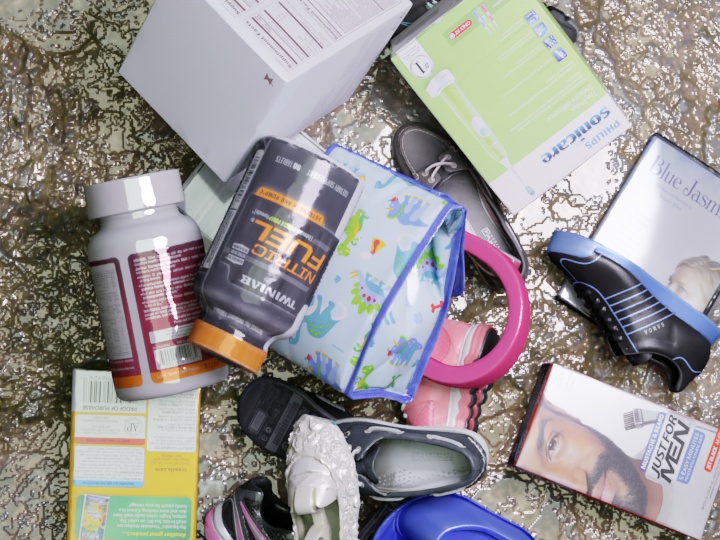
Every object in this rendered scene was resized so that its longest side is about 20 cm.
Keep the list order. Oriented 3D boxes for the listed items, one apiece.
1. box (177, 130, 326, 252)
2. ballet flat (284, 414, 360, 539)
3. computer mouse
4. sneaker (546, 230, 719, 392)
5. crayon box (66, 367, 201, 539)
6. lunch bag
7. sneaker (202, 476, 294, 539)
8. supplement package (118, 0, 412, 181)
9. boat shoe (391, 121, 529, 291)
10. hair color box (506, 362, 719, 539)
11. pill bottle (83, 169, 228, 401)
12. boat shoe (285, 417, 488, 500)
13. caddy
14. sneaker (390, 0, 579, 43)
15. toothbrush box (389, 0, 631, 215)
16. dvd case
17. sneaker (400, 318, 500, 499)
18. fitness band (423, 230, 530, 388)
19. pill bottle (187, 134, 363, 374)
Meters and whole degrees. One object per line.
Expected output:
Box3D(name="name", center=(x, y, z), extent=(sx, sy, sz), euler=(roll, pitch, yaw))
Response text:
Box3D(name="box", center=(-0.121, -0.057, 1.737), extent=(0.116, 0.060, 0.200), euler=(39, 84, -1))
Box3D(name="ballet flat", center=(-0.036, 0.234, 1.626), extent=(0.071, 0.072, 0.202), euler=(-8, 92, -6))
Box3D(name="computer mouse", center=(-0.038, 0.194, 1.733), extent=(0.199, 0.046, 0.141), euler=(25, 103, 9))
Box3D(name="sneaker", center=(0.258, 0.041, 1.741), extent=(0.199, 0.070, 0.078), euler=(34, 78, -3))
Box3D(name="crayon box", center=(-0.219, 0.197, 1.714), extent=(0.124, 0.052, 0.202), euler=(2, 85, -5))
Box3D(name="lunch bag", center=(0.000, 0.000, 1.667), extent=(0.169, 0.127, 0.202), euler=(27, 102, 36))
Box3D(name="sneaker", center=(-0.056, 0.278, 1.692), extent=(0.200, 0.080, 0.086), euler=(38, 116, -2))
Box3D(name="supplement package", center=(-0.088, -0.218, 1.654), extent=(0.151, 0.152, 0.200), euler=(45, 46, 7))
Box3D(name="boat shoe", center=(0.104, -0.068, 1.759), extent=(0.067, 0.057, 0.201), euler=(-36, 90, -7))
Box3D(name="hair color box", center=(0.258, 0.178, 1.752), extent=(0.198, 0.064, 0.112), euler=(21, 85, -2))
Box3D(name="pill bottle", center=(-0.193, 0.013, 1.641), extent=(0.109, 0.110, 0.202), euler=(-11, 92, -6))
Box3D(name="boat shoe", center=(0.019, 0.178, 1.661), extent=(0.198, 0.060, 0.076), euler=(-8, 95, 14))
Box3D(name="caddy", center=(0.100, 0.300, 1.702), extent=(0.199, 0.105, 0.142), euler=(31, 92, -23))
Box3D(name="sneaker", center=(0.120, -0.248, 1.776), extent=(0.198, 0.075, 0.080), euler=(15, 100, 1))
Box3D(name="toothbrush box", center=(0.143, -0.181, 1.715), extent=(0.145, 0.086, 0.200), euler=(-37, 104, 12))
Box3D(name="dvd case", center=(0.307, -0.019, 1.793), extent=(0.142, 0.018, 0.201), euler=(32, 84, -1))
Box3D(name="sneaker", center=(0.073, 0.142, 1.747), extent=(0.086, 0.074, 0.202), euler=(18, 91, 27))
Box3D(name="fitness band", center=(0.077, 0.030, 1.707), extent=(0.199, 0.037, 0.145), euler=(27, 91, 34))
Box3D(name="pill bottle", center=(-0.083, -0.011, 1.588), extent=(0.106, 0.106, 0.201), euler=(25, 83, -3))
